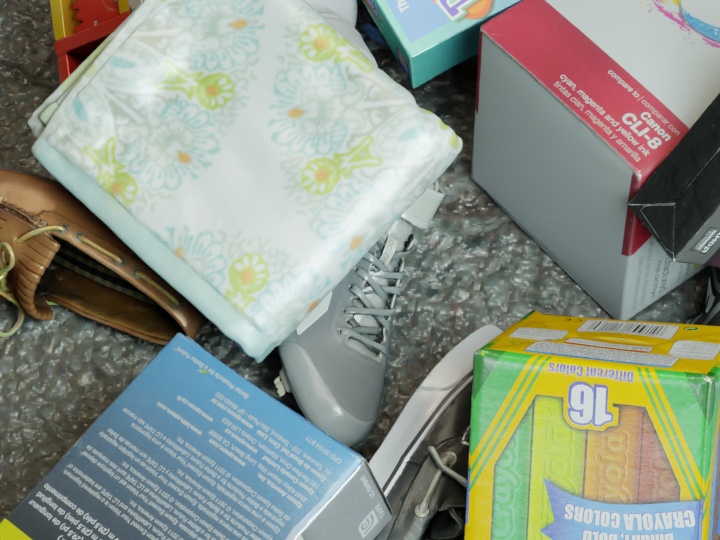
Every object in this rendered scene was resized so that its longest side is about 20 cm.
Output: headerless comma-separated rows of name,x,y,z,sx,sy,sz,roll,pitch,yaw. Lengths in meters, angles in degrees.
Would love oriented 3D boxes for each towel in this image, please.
towel,-0.070,-0.073,1.406,0.200,0.048,0.171,43,91,15

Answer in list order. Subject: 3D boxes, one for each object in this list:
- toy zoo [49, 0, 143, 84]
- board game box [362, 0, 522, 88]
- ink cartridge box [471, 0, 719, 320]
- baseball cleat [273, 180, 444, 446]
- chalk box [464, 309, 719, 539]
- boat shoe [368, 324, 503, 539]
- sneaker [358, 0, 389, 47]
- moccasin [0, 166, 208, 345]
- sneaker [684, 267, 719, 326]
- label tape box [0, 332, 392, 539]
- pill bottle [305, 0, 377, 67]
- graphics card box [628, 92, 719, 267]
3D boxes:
toy zoo,-0.130,-0.147,1.495,0.131,0.020,0.201,-18,75,35
board game box,0.083,-0.223,1.534,0.199,0.045,0.153,-28,69,-7
ink cartridge box,0.186,-0.102,1.471,0.200,0.146,0.145,-33,59,-21
baseball cleat,0.000,0.000,1.424,0.070,0.106,0.201,26,42,-35
chalk box,0.125,0.133,1.275,0.124,0.201,0.124,4,10,17
boat shoe,0.039,0.119,1.352,0.068,0.074,0.200,29,61,18
sneaker,0.068,-0.221,1.601,0.077,0.085,0.200,33,61,23
moccasin,-0.182,-0.003,1.455,0.200,0.074,0.078,22,47,5
sneaker,0.170,0.059,1.396,0.082,0.071,0.200,28,61,13
label tape box,-0.104,0.149,1.294,0.144,0.063,0.200,32,70,34
pill bottle,-0.071,-0.170,1.545,0.119,0.120,0.200,-22,56,-15
graphics card box,0.254,-0.057,1.390,0.199,0.126,0.051,8,40,-47
